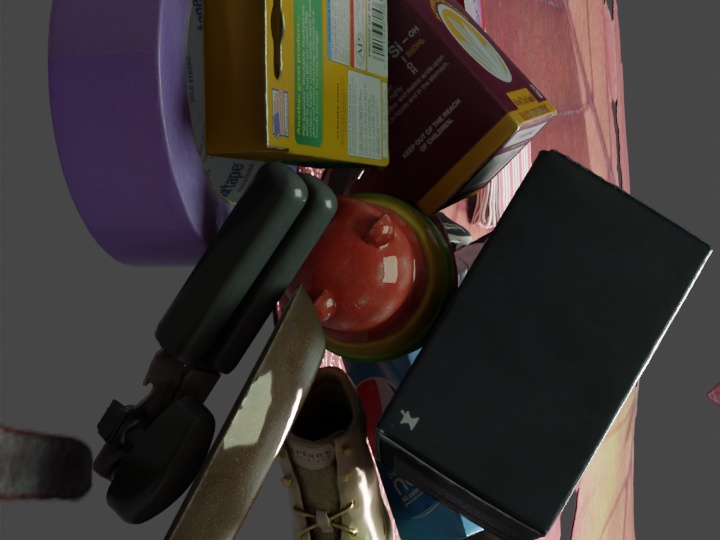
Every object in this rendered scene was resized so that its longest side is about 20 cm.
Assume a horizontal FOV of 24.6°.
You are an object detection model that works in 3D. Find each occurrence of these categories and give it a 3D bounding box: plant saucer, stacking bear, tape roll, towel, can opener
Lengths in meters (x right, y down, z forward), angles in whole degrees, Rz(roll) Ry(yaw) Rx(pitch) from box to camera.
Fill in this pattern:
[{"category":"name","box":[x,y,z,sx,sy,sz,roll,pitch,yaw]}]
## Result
[{"category":"plant saucer","box":[-0.067,0.103,0.874,0.202,0.032,0.200,-63,-178,4]},{"category":"stacking bear","box":[0.000,0.000,1.010,0.121,0.114,0.200,-46,173,3]},{"category":"tape roll","box":[-0.095,-0.103,0.906,0.200,0.065,0.202,0,90,-71]},{"category":"towel","box":[0.145,-0.120,1.694,0.200,0.030,0.148,-17,106,-73]},{"category":"can opener","box":[-0.073,0.039,0.864,0.052,0.066,0.201,17,106,-55]}]

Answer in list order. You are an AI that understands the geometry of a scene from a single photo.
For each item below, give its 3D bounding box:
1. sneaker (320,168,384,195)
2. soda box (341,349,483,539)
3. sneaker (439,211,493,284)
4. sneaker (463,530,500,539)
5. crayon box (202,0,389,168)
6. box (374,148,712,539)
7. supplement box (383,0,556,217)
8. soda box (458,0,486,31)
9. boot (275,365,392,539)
[{"category":"sneaker","box":[0.019,-0.095,1.155,0.070,0.082,0.202,10,89,-30]},{"category":"soda box","box":[0.042,0.096,1.195,0.068,0.064,0.202,-10,78,-49]},{"category":"sneaker","box":[0.077,-0.013,1.287,0.199,0.079,0.131,-49,-148,44]},{"category":"sneaker","box":[0.088,0.285,1.437,0.089,0.073,0.201,70,27,-50]},{"category":"crayon box","box":[-0.037,-0.123,0.901,0.200,0.051,0.127,-3,92,-72]},{"category":"box","box":[0.107,0.057,1.042,0.201,0.123,0.197,-58,172,-9]},{"category":"supplement box","box":[0.021,-0.141,1.057,0.200,0.086,0.110,48,21,6]},{"category":"soda box","box":[0.063,-0.224,1.375,0.064,0.069,0.202,-58,144,-59]},{"category":"boot","box":[-0.023,0.179,1.098,0.201,0.072,0.157,-75,159,-51]}]
